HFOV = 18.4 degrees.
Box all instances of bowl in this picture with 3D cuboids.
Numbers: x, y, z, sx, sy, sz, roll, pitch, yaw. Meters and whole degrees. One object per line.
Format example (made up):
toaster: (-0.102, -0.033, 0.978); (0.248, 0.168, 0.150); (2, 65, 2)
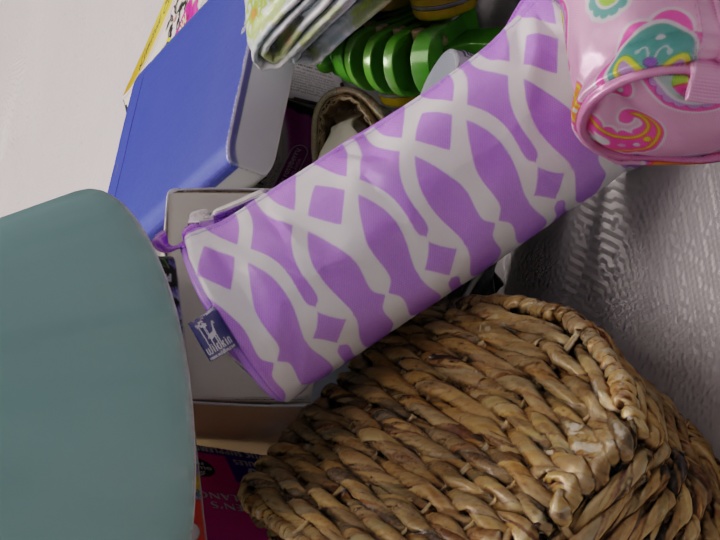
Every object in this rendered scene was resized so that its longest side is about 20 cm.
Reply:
bowl: (-0.152, 0.068, 0.885); (0.201, 0.105, 0.202); (4, 95, 61)

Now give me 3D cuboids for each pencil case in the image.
pencil case: (0.116, -0.139, 0.821); (0.087, 0.087, 0.201); (-38, 45, 56)
pencil case: (0.019, -0.030, 0.873); (0.086, 0.200, 0.084); (57, 178, 3)

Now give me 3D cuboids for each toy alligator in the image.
toy alligator: (0.005, -0.106, 1.039); (0.200, 0.054, 0.059); (17, 126, 51)

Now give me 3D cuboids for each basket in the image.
basket: (0.071, 0.107, 0.844); (0.143, 0.149, 0.200); (-46, 23, -8)

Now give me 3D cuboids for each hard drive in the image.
hard drive: (-0.084, -0.078, 1.133); (0.200, 0.025, 0.132); (-34, 41, 59)

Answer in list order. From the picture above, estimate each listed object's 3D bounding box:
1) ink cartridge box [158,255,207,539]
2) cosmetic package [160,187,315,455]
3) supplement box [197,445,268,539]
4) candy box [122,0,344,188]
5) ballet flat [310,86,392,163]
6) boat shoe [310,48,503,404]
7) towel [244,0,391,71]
ink cartridge box: (-0.111, 0.102, 0.973); (0.109, 0.050, 0.201); (-26, 68, 61)
cosmetic package: (-0.064, 0.033, 1.084); (0.200, 0.071, 0.106); (114, 156, -74)
supplement box: (-0.041, 0.177, 1.017); (0.104, 0.101, 0.200); (-68, 27, 24)
candy box: (-0.074, -0.093, 1.247); (0.137, 0.061, 0.200); (-63, 26, 28)
ballet flat: (0.000, 0.000, 1.028); (0.067, 0.062, 0.200); (-20, 52, 16)
boat shoe: (0.034, 0.009, 0.954); (0.074, 0.068, 0.200); (180, 110, -75)
towel: (-0.003, -0.207, 0.990); (0.171, 0.048, 0.201); (-32, 53, 52)
